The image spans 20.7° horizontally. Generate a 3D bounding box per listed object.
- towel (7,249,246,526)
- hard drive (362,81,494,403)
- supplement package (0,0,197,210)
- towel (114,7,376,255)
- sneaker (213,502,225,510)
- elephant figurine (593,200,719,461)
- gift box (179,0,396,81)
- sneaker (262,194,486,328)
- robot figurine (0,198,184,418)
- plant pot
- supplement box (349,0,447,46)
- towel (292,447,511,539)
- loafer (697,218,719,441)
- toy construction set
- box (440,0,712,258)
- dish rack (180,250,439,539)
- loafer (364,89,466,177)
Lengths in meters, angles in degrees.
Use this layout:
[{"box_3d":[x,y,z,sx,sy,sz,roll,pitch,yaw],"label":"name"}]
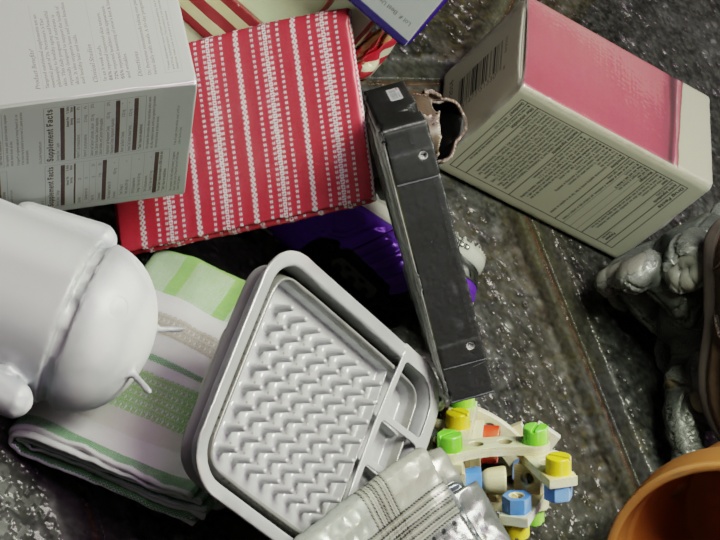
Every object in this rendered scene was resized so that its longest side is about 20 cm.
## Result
[{"box_3d":[-0.124,0.069,1.322,0.149,0.031,0.200,20,49,16],"label":"towel"},{"box_3d":[0.045,-0.022,1.380,0.140,0.038,0.200,-107,-179,-72],"label":"hard drive"},{"box_3d":[-0.223,-0.136,1.303,0.200,0.151,0.152,-9,65,-13],"label":"supplement package"},{"box_3d":[-0.090,-0.096,1.391,0.022,0.200,0.145,17,64,-71],"label":"towel"},{"box_3d":[-0.056,0.100,1.379,0.200,0.078,0.091,-10,65,-42],"label":"sneaker"},{"box_3d":[0.290,0.065,1.641,0.200,0.155,0.142,62,12,-1],"label":"elephant figurine"},{"box_3d":[-0.074,-0.194,1.489,0.187,0.200,0.185,40,32,-3],"label":"gift box"},{"box_3d":[0.000,0.000,1.490,0.200,0.070,0.100,21,66,-18],"label":"sneaker"},{"box_3d":[-0.215,0.020,1.259,0.200,0.113,0.170,22,49,1],"label":"robot figurine"},{"box_3d":[0.299,0.212,1.501,0.200,0.200,0.140,49,29,1],"label":"plant pot"},{"box_3d":[0.045,-0.255,1.419,0.101,0.103,0.200,40,25,-5],"label":"supplement box"},{"box_3d":[0.044,0.224,1.260,0.200,0.035,0.193,-30,84,-44],"label":"towel"},{"box_3d":[0.309,0.057,1.549,0.073,0.071,0.200,-12,101,-21],"label":"loafer"},{"box_3d":[0.094,0.134,1.421,0.200,0.131,0.092,-16,106,-81],"label":"toy construction set"},{"box_3d":[0.181,-0.118,1.661,0.200,0.128,0.109,25,48,-23],"label":"box"},{"box_3d":[-0.036,0.100,1.283,0.200,0.043,0.172,43,59,-41],"label":"dish rack"},{"box_3d":[0.049,-0.102,1.531,0.200,0.071,0.073,-44,132,-74],"label":"loafer"}]
